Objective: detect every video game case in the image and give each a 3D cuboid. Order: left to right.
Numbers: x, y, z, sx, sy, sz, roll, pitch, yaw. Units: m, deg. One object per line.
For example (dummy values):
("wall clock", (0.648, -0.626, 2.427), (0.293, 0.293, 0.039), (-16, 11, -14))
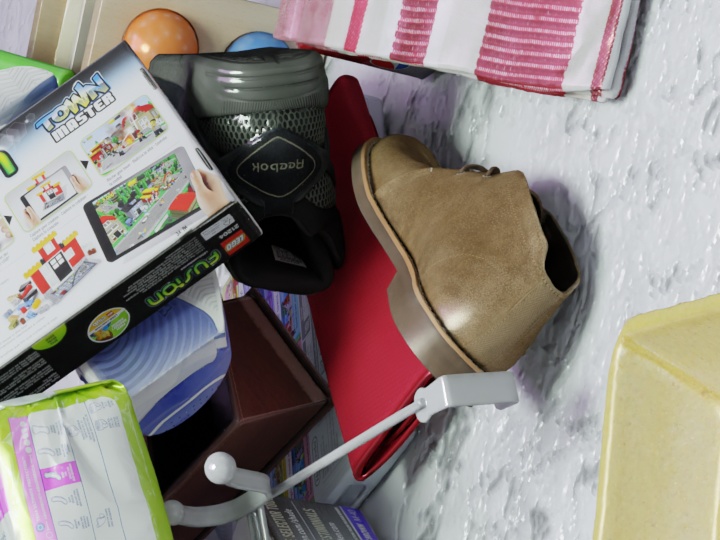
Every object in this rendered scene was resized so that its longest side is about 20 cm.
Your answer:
("video game case", (-0.025, 0.043, 1.413), (0.182, 0.022, 0.200), (125, 148, -47))

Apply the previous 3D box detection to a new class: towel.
("towel", (0.050, -0.154, 1.221), (0.200, 0.023, 0.144), (15, 94, 44))

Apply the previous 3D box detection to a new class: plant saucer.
("plant saucer", (0.138, 0.104, 0.924), (0.200, 0.048, 0.200), (159, 119, -66))

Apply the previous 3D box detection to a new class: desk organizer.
("desk organizer", (-0.110, 0.101, 1.362), (0.200, 0.077, 0.072), (-47, 71, 28))

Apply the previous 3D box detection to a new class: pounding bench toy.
("pounding bench toy", (-0.139, -0.096, 1.528), (0.156, 0.200, 0.124), (-164, 86, -70))

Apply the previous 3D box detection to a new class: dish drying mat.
("dish drying mat", (0.000, 0.000, 1.323), (0.077, 0.018, 0.200), (-54, 35, 32))

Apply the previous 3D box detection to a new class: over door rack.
("over door rack", (-0.008, 0.136, 1.152), (0.200, 0.067, 0.148), (-27, 69, 45))

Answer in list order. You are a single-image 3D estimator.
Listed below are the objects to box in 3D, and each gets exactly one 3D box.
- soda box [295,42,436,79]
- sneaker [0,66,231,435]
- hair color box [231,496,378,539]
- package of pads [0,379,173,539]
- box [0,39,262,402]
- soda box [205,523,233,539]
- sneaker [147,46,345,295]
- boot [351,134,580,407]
("soda box", (0.021, -0.198, 1.349), (0.063, 0.070, 0.200), (-27, 55, 61))
("sneaker", (-0.115, 0.002, 1.328), (0.199, 0.081, 0.115), (53, 172, 34))
("hair color box", (-0.040, 0.216, 1.304), (0.109, 0.065, 0.200), (-127, 50, -60))
("package of pads", (-0.115, 0.159, 1.224), (0.155, 0.068, 0.200), (122, 133, -68))
("box", (-0.153, -0.002, 1.250), (0.200, 0.035, 0.110), (-35, 56, 0))
("soda box", (-0.096, 0.157, 1.473), (0.064, 0.068, 0.200), (129, 145, -48))
("sneaker", (-0.055, -0.050, 1.343), (0.199, 0.076, 0.114), (-151, 59, -75))
("boot", (0.047, -0.017, 1.228), (0.075, 0.074, 0.200), (-41, 26, 10))
